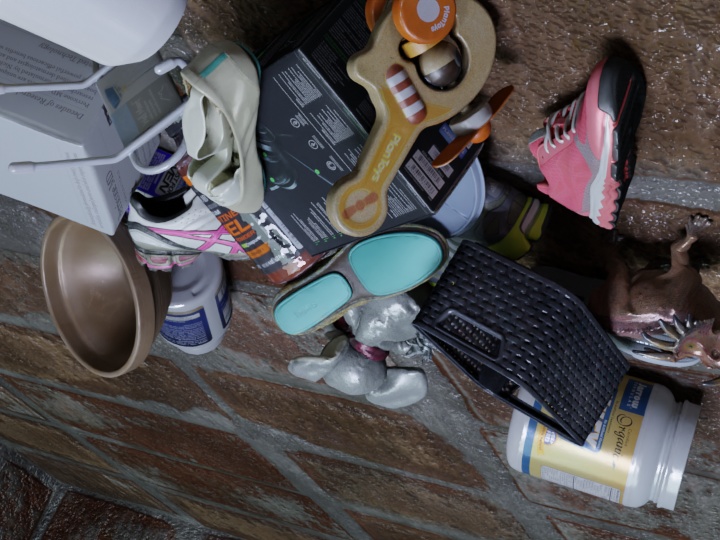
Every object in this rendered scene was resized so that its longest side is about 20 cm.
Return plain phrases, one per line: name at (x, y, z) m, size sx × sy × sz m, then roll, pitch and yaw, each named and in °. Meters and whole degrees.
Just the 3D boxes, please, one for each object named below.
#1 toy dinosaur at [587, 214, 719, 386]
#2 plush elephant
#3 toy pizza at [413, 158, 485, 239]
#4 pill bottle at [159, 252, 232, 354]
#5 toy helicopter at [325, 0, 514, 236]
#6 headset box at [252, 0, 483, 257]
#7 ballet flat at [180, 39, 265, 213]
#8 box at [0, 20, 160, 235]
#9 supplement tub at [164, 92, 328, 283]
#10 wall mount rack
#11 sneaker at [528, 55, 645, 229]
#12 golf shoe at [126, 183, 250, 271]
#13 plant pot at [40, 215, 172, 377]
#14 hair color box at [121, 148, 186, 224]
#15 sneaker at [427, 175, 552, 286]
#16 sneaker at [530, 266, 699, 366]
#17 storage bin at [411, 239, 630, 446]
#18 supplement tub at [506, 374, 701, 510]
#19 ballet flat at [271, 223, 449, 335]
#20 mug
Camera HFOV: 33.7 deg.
toy dinosaur at (0.262, 0.035, 1.080) m, size 0.086 × 0.137 × 0.199 m, roll 38°, pitch 153°, yaw -33°
plush elephant at (0.010, 0.062, 1.259) m, size 0.164 × 0.201 × 0.155 m, roll 32°, pitch 118°, yaw -32°
toy pizza at (0.030, -0.109, 1.092) m, size 0.198 × 0.032 × 0.201 m, roll 25°, pitch 146°, yaw 19°
pill bottle at (-0.227, 0.037, 1.575) m, size 0.110 × 0.112 × 0.201 m, roll 19°, pitch 156°, yaw 9°
toy helicopter at (0.040, -0.114, 0.900) m, size 0.131 × 0.202 × 0.079 m, roll 27°, pitch 180°, yaw -22°
headset box at (-0.027, -0.118, 1.018) m, size 0.174 × 0.093 × 0.199 m, roll 48°, pitch 147°, yaw -16°
ballet flat at (-0.118, -0.102, 0.978) m, size 0.069 × 0.070 × 0.201 m, roll 18°, pitch 144°, yaw 11°
box at (-0.326, -0.162, 1.214) m, size 0.198 × 0.132 × 0.199 m, roll 21°, pitch 157°, yaw 6°
supplement tub at (-0.107, -0.092, 1.161) m, size 0.201 × 0.107 × 0.107 m, roll 50°, pitch 150°, yaw -13°
wall mount rack at (-0.232, -0.155, 1.046) m, size 0.075 × 0.173 × 0.201 m, roll 50°, pitch -174°, yaw -50°
sneaker at (0.174, -0.100, 0.953) m, size 0.086 × 0.074 × 0.201 m, roll 18°, pitch 156°, yaw 16°
golf shoe at (-0.153, -0.059, 1.286) m, size 0.197 × 0.073 × 0.093 m, roll -11°, pitch 131°, yaw -5°
plant pot at (-0.291, 0.018, 1.426) m, size 0.199 × 0.092 × 0.204 m, roll 18°, pitch 118°, yaw 39°
hair color box at (-0.289, -0.112, 1.375) m, size 0.198 × 0.065 × 0.110 m, roll 24°, pitch 156°, yaw 2°
sneaker at (0.106, -0.041, 1.166) m, size 0.081 × 0.074 × 0.200 m, roll 38°, pitch 149°, yaw -10°
sneaker at (0.257, 0.045, 1.211) m, size 0.198 × 0.074 × 0.071 m, roll 22°, pitch 173°, yaw 18°
storage bin at (0.152, 0.069, 1.102) m, size 0.134 × 0.094 × 0.200 m, roll 28°, pitch 172°, yaw 35°
supplement tub at (0.281, 0.188, 1.380) m, size 0.198 × 0.146 × 0.145 m, roll 15°, pitch 156°, yaw 17°
ballet flat at (0.000, 0.000, 1.156) m, size 0.198 × 0.071 × 0.071 m, roll -27°, pitch 133°, yaw 23°
mug at (-0.227, -0.250, 0.959) m, size 0.152 × 0.150 × 0.187 m, roll 30°, pitch -170°, yaw -38°
